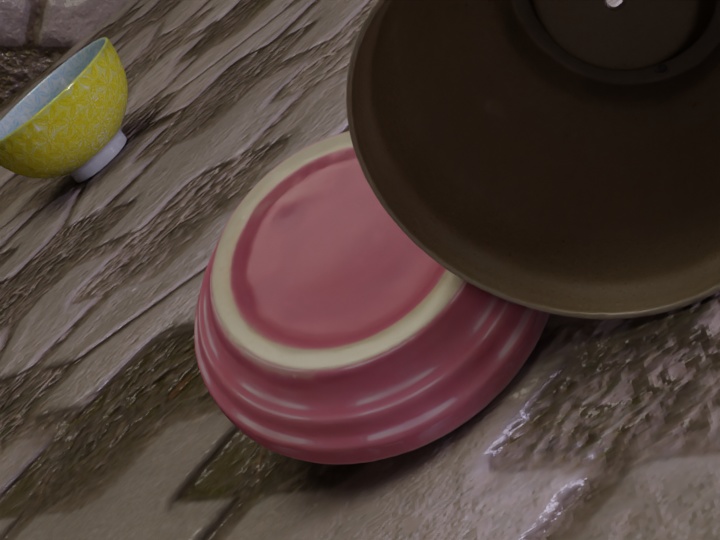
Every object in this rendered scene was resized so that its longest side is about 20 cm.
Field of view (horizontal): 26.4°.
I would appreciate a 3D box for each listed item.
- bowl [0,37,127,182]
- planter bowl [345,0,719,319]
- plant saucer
[{"bbox_3d":[-0.341,-0.170,1.816,0.199,0.108,0.201,-35,20,14],"label":"bowl"},{"bbox_3d":[0.106,-0.098,0.694,0.199,0.200,0.135,-24,28,38],"label":"planter bowl"},{"bbox_3d":[0.000,0.000,0.786,0.198,0.051,0.202,-13,51,17],"label":"plant saucer"}]
